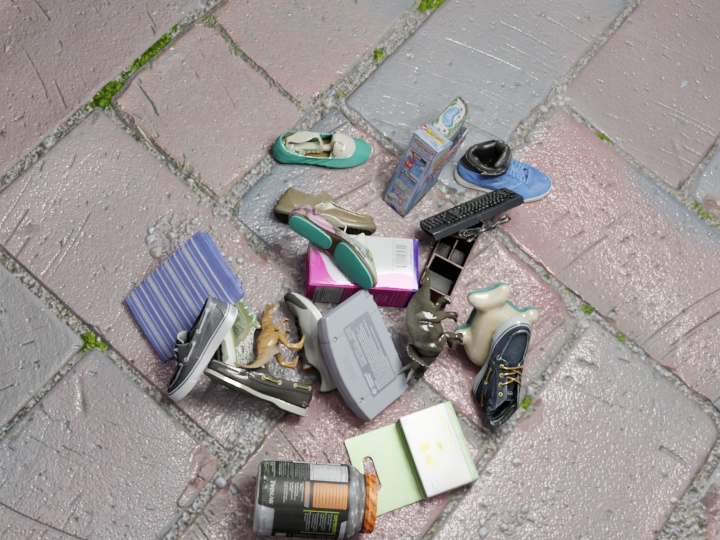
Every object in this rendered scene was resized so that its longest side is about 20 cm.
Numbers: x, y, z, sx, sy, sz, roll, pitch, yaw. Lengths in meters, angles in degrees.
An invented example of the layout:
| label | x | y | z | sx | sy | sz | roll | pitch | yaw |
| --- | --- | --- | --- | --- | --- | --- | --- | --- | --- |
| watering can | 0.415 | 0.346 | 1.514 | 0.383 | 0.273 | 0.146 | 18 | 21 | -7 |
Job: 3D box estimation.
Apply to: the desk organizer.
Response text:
| label | x | y | z | sx | sy | sz | roll | pitch | yaw |
| --- | --- | --- | --- | --- | --- | --- | --- | --- | --- |
| desk organizer | 0.170 | -0.030 | 1.722 | 0.071 | 0.077 | 0.202 | 26 | 68 | 2 |

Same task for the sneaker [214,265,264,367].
| label | x | y | z | sx | sy | sz | roll | pitch | yaw |
| --- | --- | --- | --- | --- | --- | --- | --- | --- | --- |
| sneaker | -0.216 | 0.091 | 1.631 | 0.087 | 0.077 | 0.203 | 1 | 75 | -21 |

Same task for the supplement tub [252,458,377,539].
| label | x | y | z | sx | sy | sz | roll | pitch | yaw |
| --- | --- | --- | --- | --- | --- | --- | --- | --- | --- |
| supplement tub | -0.075 | 0.379 | 1.509 | 0.197 | 0.123 | 0.124 | 6 | 69 | -7 |

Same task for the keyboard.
| label | x | y | z | sx | sy | sz | roll | pitch | yaw |
| --- | --- | --- | --- | --- | --- | --- | --- | --- | --- |
| keyboard | 0.216 | -0.102 | 1.700 | 0.198 | 0.021 | 0.127 | -24 | 34 | -16 |

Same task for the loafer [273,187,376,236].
| label | x | y | z | sx | sy | sz | roll | pitch | yaw |
| --- | --- | --- | --- | --- | --- | --- | --- | --- | --- |
| loafer | -0.063 | -0.113 | 1.719 | 0.197 | 0.076 | 0.068 | 13 | 74 | -4 |

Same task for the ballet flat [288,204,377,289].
| label | x | y | z | sx | sy | sz | roll | pitch | yaw |
| --- | --- | --- | --- | --- | --- | --- | --- | --- | --- |
| ballet flat | -0.036 | -0.052 | 1.604 | 0.199 | 0.069 | 0.071 | 38 | 50 | 7 |

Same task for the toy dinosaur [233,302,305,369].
| label | x | y | z | sx | sy | sz | roll | pitch | yaw |
| --- | --- | --- | --- | --- | --- | --- | --- | --- | --- |
| toy dinosaur | -0.156 | 0.135 | 1.574 | 0.105 | 0.061 | 0.201 | 18 | 31 | -6 |

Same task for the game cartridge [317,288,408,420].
| label | x | y | z | sx | sy | sz | roll | pitch | yaw |
| --- | --- | --- | --- | --- | --- | --- | --- | --- | --- |
| game cartridge | 0.002 | 0.150 | 1.592 | 0.133 | 0.040 | 0.202 | -34 | 107 | -40 |

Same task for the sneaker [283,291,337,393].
| label | x | y | z | sx | sy | sz | roll | pitch | yaw |
| --- | --- | --- | --- | --- | --- | --- | --- | --- | --- |
| sneaker | -0.086 | 0.126 | 1.630 | 0.079 | 0.074 | 0.201 | -28 | 76 | -12 |

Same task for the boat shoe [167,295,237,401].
| label | x | y | z | sx | sy | sz | roll | pitch | yaw |
| --- | --- | --- | --- | --- | --- | --- | --- | --- | --- |
| boat shoe | -0.286 | 0.131 | 1.551 | 0.067 | 0.072 | 0.201 | 29 | 109 | -20 |

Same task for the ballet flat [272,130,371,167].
| label | x | y | z | sx | sy | sz | roll | pitch | yaw |
| --- | --- | --- | --- | --- | --- | --- | --- | --- | --- |
| ballet flat | -0.071 | -0.238 | 1.767 | 0.197 | 0.071 | 0.068 | -1 | 69 | -9 |

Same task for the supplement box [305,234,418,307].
| label | x | y | z | sx | sy | sz | roll | pitch | yaw |
| --- | --- | --- | --- | --- | --- | --- | --- | --- | --- |
| supplement box | 0.000 | 0.000 | 1.673 | 0.197 | 0.103 | 0.103 | 5 | 70 | -8 |

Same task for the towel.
| label | x | y | z | sx | sy | sz | roll | pitch | yaw |
| --- | --- | --- | --- | --- | --- | --- | --- | --- | --- |
| towel | -0.308 | 0.045 | 1.603 | 0.199 | 0.024 | 0.145 | -39 | 76 | 12 |

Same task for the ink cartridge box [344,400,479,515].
| label | x | y | z | sx | sy | sz | roll | pitch | yaw |
| --- | --- | --- | --- | --- | --- | --- | --- | --- | --- |
| ink cartridge box | 0.089 | 0.328 | 1.594 | 0.198 | 0.048 | 0.147 | -15 | 73 | -16 |

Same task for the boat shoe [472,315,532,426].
| label | x | y | z | sx | sy | sz | roll | pitch | yaw |
| --- | --- | --- | --- | --- | --- | --- | --- | --- | --- |
| boat shoe | 0.258 | 0.178 | 1.587 | 0.070 | 0.202 | 0.091 | 3 | 40 | -18 |

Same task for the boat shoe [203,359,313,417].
| label | x | y | z | sx | sy | sz | roll | pitch | yaw |
| --- | --- | --- | --- | --- | --- | --- | --- | --- | --- |
| boat shoe | -0.172 | 0.190 | 1.570 | 0.200 | 0.071 | 0.061 | 27 | 75 | -24 |

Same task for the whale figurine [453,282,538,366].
| label | x | y | z | sx | sy | sz | roll | pitch | yaw |
| --- | --- | --- | --- | --- | --- | --- | --- | --- | --- |
| whale figurine | 0.237 | 0.084 | 1.633 | 0.157 | 0.201 | 0.105 | -17 | 46 | 6 |

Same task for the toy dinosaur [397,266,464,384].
| label | x | y | z | sx | sy | sz | roll | pitch | yaw |
| --- | --- | --- | --- | --- | --- | --- | --- | --- | --- |
| toy dinosaur | 0.119 | 0.094 | 1.596 | 0.101 | 0.077 | 0.203 | -5 | 93 | -19 |

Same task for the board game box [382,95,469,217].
| label | x | y | z | sx | sy | sz | roll | pitch | yaw |
| --- | --- | --- | --- | --- | --- | --- | --- | --- | --- |
| board game box | 0.138 | -0.225 | 1.724 | 0.062 | 0.200 | 0.200 | 40 | 69 | 8 |

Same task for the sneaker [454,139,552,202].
| label | x | y | z | sx | sy | sz | roll | pitch | yaw |
| --- | --- | --- | --- | --- | --- | --- | --- | --- | --- |
| sneaker | 0.290 | -0.196 | 1.784 | 0.197 | 0.111 | 0.078 | 13 | 68 | -4 |
